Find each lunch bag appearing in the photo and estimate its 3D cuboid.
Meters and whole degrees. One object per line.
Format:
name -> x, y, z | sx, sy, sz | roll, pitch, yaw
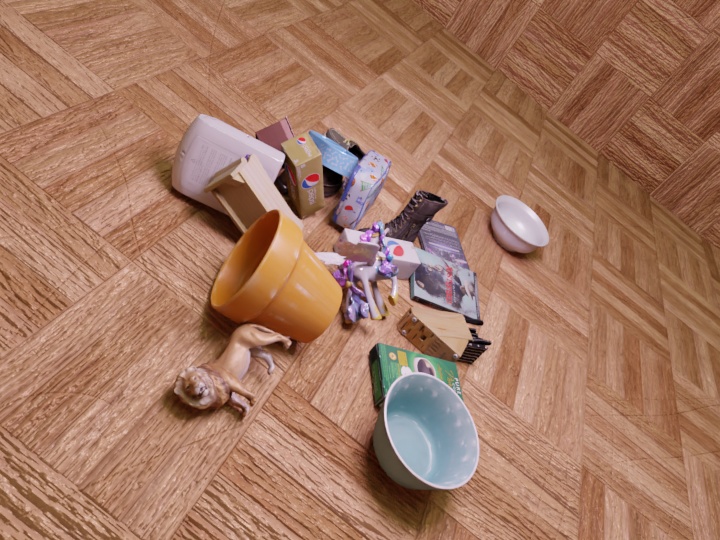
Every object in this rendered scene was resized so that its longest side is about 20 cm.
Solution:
lunch bag -> 0.002, -0.186, 1.346 | 0.074, 0.162, 0.201 | 30, 34, 3

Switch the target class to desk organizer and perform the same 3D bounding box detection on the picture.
desk organizer -> -0.188, -0.276, 1.279 | 0.075, 0.200, 0.073 | -25, 94, -8

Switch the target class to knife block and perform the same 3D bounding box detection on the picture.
knife block -> 0.196, 0.130, 1.263 | 0.199, 0.064, 0.176 | 41, 38, 3

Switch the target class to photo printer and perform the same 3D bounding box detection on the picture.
photo printer -> -0.271, -0.203, 1.134 | 0.196, 0.169, 0.070 | 23, 22, -17

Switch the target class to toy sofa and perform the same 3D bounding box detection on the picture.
toy sofa -> -0.203, -0.117, 1.105 | 0.202, 0.081, 0.098 | 56, 34, -23

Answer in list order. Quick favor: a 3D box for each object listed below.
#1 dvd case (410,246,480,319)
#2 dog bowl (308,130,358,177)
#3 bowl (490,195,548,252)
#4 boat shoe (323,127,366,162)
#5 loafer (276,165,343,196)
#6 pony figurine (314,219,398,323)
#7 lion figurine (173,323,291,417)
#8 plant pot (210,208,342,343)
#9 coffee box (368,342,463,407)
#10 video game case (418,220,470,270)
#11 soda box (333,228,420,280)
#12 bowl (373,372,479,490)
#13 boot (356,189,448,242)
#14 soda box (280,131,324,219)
dvd case -> 0.207, 0.036, 1.382 | 0.196, 0.022, 0.149 | 23, 50, -22
dog bowl -> -0.076, -0.293, 1.408 | 0.110, 0.050, 0.200 | 17, 19, -40
bowl -> 0.464, -0.123, 1.707 | 0.197, 0.091, 0.204 | 21, 42, -20
boat shoe -> -0.024, -0.317, 1.528 | 0.071, 0.061, 0.203 | -20, 66, -48
loafer -> -0.108, -0.224, 1.359 | 0.197, 0.071, 0.074 | -17, 63, -47
pony figurine -> 0.000, 0.000, 1.155 | 0.190, 0.164, 0.207 | -7, 90, -41
lion figurine -> -0.201, 0.148, 0.906 | 0.121, 0.073, 0.202 | 35, 46, -6
plant pot -> -0.136, 0.028, 1.010 | 0.182, 0.199, 0.203 | 37, 35, -26
coffee box -> 0.113, 0.225, 1.118 | 0.196, 0.044, 0.125 | 17, 44, -25
video game case -> 0.219, -0.055, 1.501 | 0.140, 0.019, 0.204 | 14, 46, -28
soda box -> 0.039, -0.035, 1.299 | 0.196, 0.064, 0.069 | 10, 46, -33
bowl -> 0.100, 0.294, 0.985 | 0.196, 0.105, 0.205 | 20, 45, -21
boot -> 0.098, -0.126, 1.345 | 0.196, 0.175, 0.070 | -2, 52, -40
soda box -> -0.122, -0.200, 1.221 | 0.063, 0.201, 0.069 | -28, 68, -14
